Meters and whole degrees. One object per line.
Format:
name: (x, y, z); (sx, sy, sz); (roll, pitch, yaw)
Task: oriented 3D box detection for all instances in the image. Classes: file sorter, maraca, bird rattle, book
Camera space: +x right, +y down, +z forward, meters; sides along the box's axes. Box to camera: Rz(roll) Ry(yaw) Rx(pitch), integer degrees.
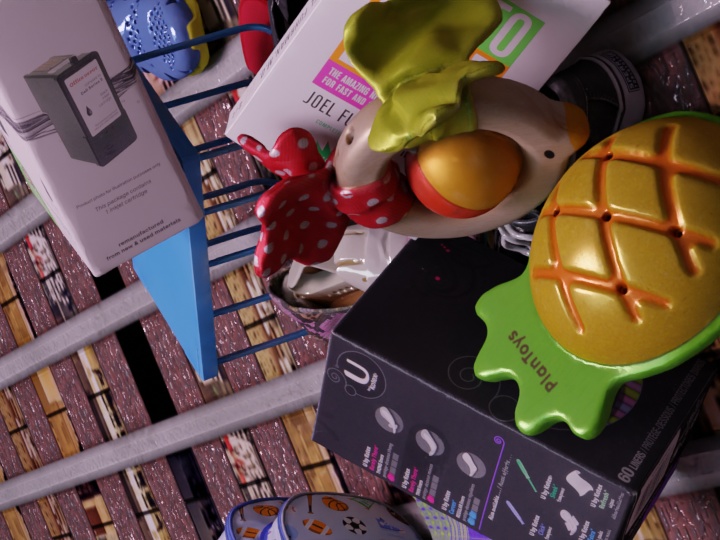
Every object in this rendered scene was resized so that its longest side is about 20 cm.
file sorter: (-0.090, -0.053, 1.389); (0.139, 0.123, 0.200); (-126, 26, -43)
maraca: (0.142, 0.002, 1.060); (0.200, 0.107, 0.137); (-48, 49, 13)
bird rattle: (0.033, -0.057, 1.073); (0.200, 0.163, 0.113); (-55, 32, 39)
book: (0.030, -0.123, 1.107); (0.200, 0.133, 0.048); (-52, 19, 33)

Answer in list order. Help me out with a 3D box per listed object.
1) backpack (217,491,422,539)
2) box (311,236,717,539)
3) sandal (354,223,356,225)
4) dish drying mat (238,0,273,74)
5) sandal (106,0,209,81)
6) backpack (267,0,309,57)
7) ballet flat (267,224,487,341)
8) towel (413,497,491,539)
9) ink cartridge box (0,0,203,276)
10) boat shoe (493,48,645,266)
backpack: (-0.032, 0.251, 1.466); (0.191, 0.200, 0.154); (45, 112, 46)
box: (0.089, 0.078, 1.158); (0.200, 0.122, 0.106); (27, 138, 15)
sandal: (0.045, 0.049, 1.347); (0.200, 0.045, 0.075); (64, 151, 7)
dish drying mat: (-0.025, -0.143, 1.364); (0.200, 0.018, 0.077); (32, 135, 44)
sandal: (-0.191, -0.184, 1.533); (0.200, 0.087, 0.080); (10, 115, 53)
backpack: (0.006, -0.193, 1.163); (0.167, 0.126, 0.200); (-103, 16, -63)
ballet flat: (0.000, 0.000, 1.289); (0.200, 0.071, 0.069); (-24, 51, 54)
towel: (0.080, 0.138, 1.337); (0.200, 0.023, 0.144); (-1, 123, 55)
ink cartridge box: (-0.191, -0.119, 1.230); (0.146, 0.084, 0.200); (45, 161, 55)
boat shoe: (0.107, -0.045, 1.168); (0.074, 0.068, 0.199); (54, 147, 22)
